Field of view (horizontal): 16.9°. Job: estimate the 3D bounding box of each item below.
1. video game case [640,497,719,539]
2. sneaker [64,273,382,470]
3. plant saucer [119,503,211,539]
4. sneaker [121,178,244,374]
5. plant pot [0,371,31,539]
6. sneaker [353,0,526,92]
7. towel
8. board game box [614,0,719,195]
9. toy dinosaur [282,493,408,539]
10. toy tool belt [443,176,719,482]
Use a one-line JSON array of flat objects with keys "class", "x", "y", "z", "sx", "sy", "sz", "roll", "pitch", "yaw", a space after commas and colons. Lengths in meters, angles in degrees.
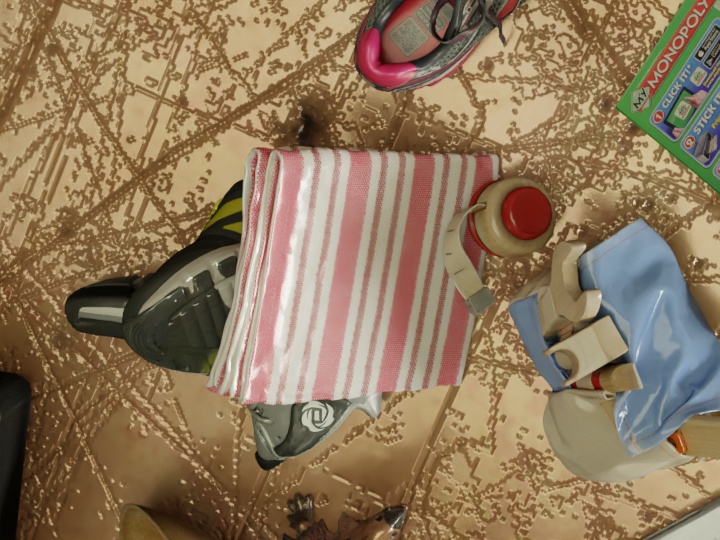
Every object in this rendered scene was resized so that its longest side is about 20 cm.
[{"class": "video game case", "x": 0.219, "y": 0.249, "z": 1.466, "sx": 0.182, "sy": 0.022, "sz": 0.200, "roll": -31, "pitch": 94, "yaw": 14}, {"class": "sneaker", "x": -0.080, "y": 0.064, "z": 1.461, "sx": 0.200, "sy": 0.075, "sz": 0.116, "roll": 2, "pitch": 103, "yaw": 9}, {"class": "plant saucer", "x": -0.089, "y": 0.227, "z": 1.447, "sx": 0.035, "sy": 0.200, "sz": 0.200, "roll": -20, "pitch": 97, "yaw": -18}, {"class": "sneaker", "x": -0.065, "y": -0.005, "z": 1.402, "sx": 0.085, "sy": 0.200, "sz": 0.075, "roll": 24, "pitch": 131, "yaw": 42}, {"class": "plant pot", "x": -0.293, "y": 0.137, "z": 1.458, "sx": 0.199, "sy": 0.177, "sz": 0.200, "roll": 9, "pitch": 100, "yaw": 9}, {"class": "sneaker", "x": 0.076, "y": -0.175, "z": 1.389, "sx": 0.081, "sy": 0.075, "sz": 0.200, "roll": 41, "pitch": 103, "yaw": 1}, {"class": "towel", "x": 0.000, "y": 0.000, "z": 1.390, "sx": 0.030, "sy": 0.200, "sz": 0.146, "roll": 21, "pitch": 105, "yaw": 41}, {"class": "board game box", "x": 0.240, "y": -0.139, "z": 1.348, "sx": 0.200, "sy": 0.029, "sz": 0.135, "roll": -57, "pitch": 43, "yaw": 14}, {"class": "toy dinosaur", "x": -0.024, "y": 0.217, "z": 1.445, "sx": 0.086, "sy": 0.136, "sz": 0.200, "roll": 11, "pitch": 102, "yaw": 8}, {"class": "toy tool belt", "x": 0.147, "y": 0.026, "z": 1.381, "sx": 0.125, "sy": 0.123, "sz": 0.200, "roll": -34, "pitch": 96, "yaw": -24}]
